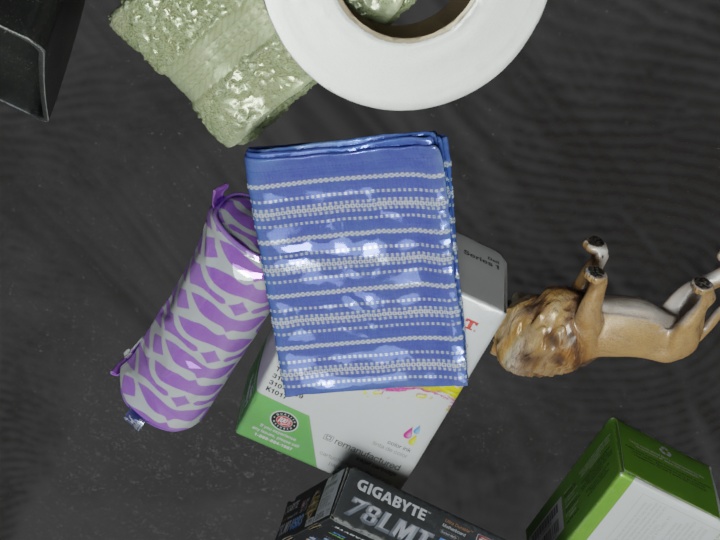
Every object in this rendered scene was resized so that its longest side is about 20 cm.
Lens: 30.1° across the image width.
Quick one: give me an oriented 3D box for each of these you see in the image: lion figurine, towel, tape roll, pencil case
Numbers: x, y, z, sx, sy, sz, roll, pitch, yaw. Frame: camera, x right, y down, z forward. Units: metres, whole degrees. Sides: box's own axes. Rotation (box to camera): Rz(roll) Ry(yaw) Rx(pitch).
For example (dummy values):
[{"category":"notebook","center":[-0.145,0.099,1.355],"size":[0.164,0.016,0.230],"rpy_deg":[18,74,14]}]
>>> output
[{"category":"lion figurine","center":[0.204,0.039,1.018],"size":[0.197,0.073,0.124],"rpy_deg":[9,128,-4]},{"category":"towel","center":[0.000,0.000,0.946],"size":[0.142,0.024,0.203],"rpy_deg":[-4,116,8]},{"category":"tape roll","center":[0.030,-0.207,0.881],"size":[0.199,0.037,0.206],"rpy_deg":[-4,114,-9]},{"category":"pencil case","center":[-0.120,0.034,1.044],"size":[0.085,0.084,0.201],"rpy_deg":[40,117,9]},{"category":"towel","center":[-0.068,-0.189,0.930],"size":[0.199,0.037,0.148],"rpy_deg":[-36,110,23]}]

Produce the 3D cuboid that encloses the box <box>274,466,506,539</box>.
[{"category":"box","center":[0.043,0.234,1.098],"size":[0.198,0.050,0.199],"rpy_deg":[26,159,-8]}]

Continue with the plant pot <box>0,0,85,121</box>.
[{"category":"plant pot","center":[-0.247,-0.232,0.818],"size":[0.197,0.200,0.179],"rpy_deg":[25,80,-9]}]

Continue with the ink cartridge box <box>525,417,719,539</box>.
[{"category":"ink cartridge box","center":[0.259,0.237,1.124],"size":[0.198,0.076,0.149],"rpy_deg":[26,119,-11]}]

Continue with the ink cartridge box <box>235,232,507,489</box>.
[{"category":"ink cartridge box","center":[0.008,0.058,1.038],"size":[0.143,0.084,0.201],"rpy_deg":[24,119,-8]}]
